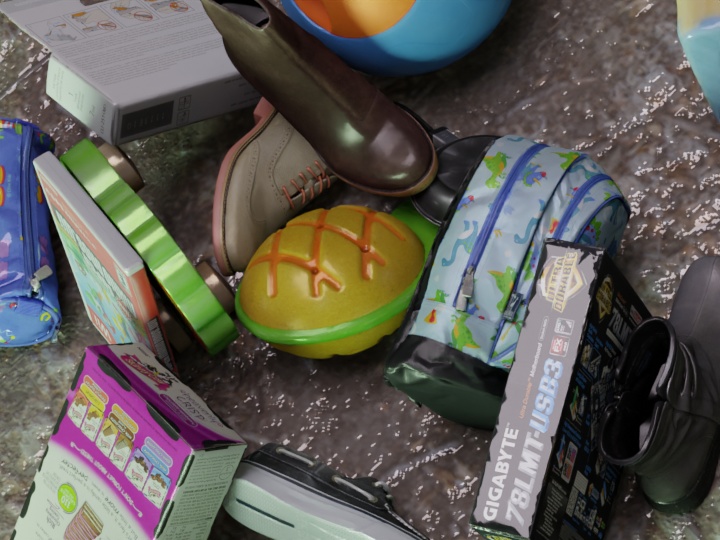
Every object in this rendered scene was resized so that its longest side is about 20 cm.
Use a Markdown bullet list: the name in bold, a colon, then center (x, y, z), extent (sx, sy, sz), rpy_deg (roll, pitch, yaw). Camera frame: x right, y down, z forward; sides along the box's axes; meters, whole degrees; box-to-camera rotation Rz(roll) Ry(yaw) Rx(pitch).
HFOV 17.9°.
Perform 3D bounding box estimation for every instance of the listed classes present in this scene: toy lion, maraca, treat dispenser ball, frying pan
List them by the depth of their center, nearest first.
- **maraca**: center (0.000, 0.000, 1.733), extent (0.200, 0.107, 0.137), rpy_deg (-23, 38, -13)
- **toy lion**: center (-0.162, -0.019, 1.740), extent (0.069, 0.192, 0.200), rpy_deg (-37, 84, -6)
- **frying pan**: center (0.089, -0.092, 1.775), extent (0.115, 0.031, 0.190), rpy_deg (-8, 40, -5)
- **treat dispenser ball**: center (0.028, -0.253, 1.794), extent (0.201, 0.201, 0.201), rpy_deg (-11, 60, 19)

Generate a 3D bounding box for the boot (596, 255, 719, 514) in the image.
- **boot**: center (0.224, 0.060, 1.581), extent (0.070, 0.132, 0.200), rpy_deg (2, 65, 26)

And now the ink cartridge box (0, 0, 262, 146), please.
- **ink cartridge box**: center (-0.173, -0.182, 1.872), extent (0.200, 0.044, 0.174), rpy_deg (-20, 44, -38)

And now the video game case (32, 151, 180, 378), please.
- **video game case**: center (-0.188, 0.016, 1.750), extent (0.017, 0.200, 0.143), rpy_deg (-32, 54, -16)

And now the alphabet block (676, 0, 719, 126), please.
- **alphabet block**: center (0.338, -0.221, 1.646), extent (0.196, 0.195, 0.200), rpy_deg (-9, 62, 18)

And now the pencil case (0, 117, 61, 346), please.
- **pencil case**: center (-0.290, -0.033, 1.892), extent (0.087, 0.078, 0.200), rpy_deg (-35, 50, 40)

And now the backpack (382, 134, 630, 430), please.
- **backpack**: center (0.109, 0.004, 1.633), extent (0.154, 0.163, 0.200), rpy_deg (4, 74, 21)

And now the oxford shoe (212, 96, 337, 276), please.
- **oxford shoe**: center (-0.061, -0.076, 1.799), extent (0.074, 0.071, 0.200), rpy_deg (6, 51, 21)

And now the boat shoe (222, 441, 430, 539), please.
- **boat shoe**: center (-0.006, 0.177, 1.658), extent (0.200, 0.072, 0.071), rpy_deg (27, 50, 20)

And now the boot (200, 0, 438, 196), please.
- **boot**: center (-0.040, -0.141, 1.715), extent (0.200, 0.166, 0.072), rpy_deg (39, 88, 31)

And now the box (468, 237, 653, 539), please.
- **box**: center (0.141, 0.101, 1.540), extent (0.050, 0.200, 0.199), rpy_deg (10, 77, 20)

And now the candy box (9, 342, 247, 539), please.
- **candy box**: center (-0.177, 0.173, 1.687), extent (0.136, 0.061, 0.200), rpy_deg (41, 117, 34)
